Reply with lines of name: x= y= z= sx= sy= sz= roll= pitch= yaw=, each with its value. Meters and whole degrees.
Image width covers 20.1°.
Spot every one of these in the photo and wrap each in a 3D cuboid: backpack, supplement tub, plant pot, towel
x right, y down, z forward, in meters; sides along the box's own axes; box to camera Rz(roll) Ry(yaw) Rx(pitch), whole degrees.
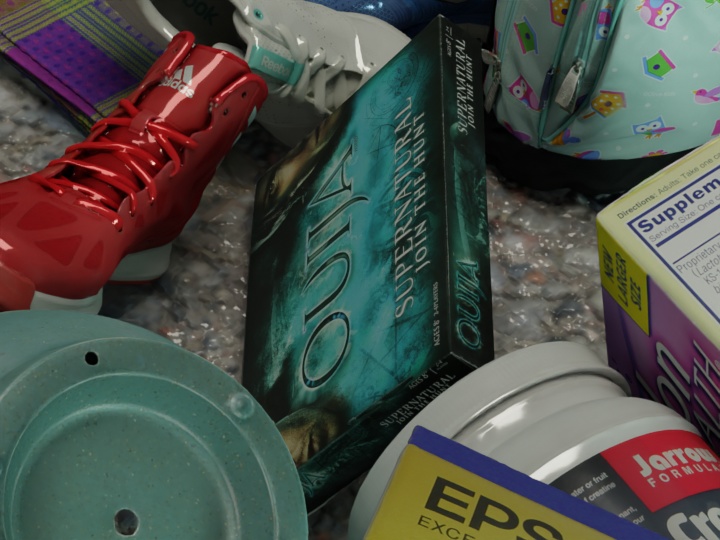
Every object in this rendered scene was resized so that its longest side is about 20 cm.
backpack: x=0.141 y=-0.135 z=0.960 sx=0.166 sy=0.200 sz=0.127 roll=-17 pitch=52 yaw=-25
supplement tub: x=0.100 y=0.137 z=0.734 sx=0.140 sy=0.141 sz=0.200 roll=-22 pitch=54 yaw=-27
plant pot: x=-0.098 y=0.097 z=0.685 sx=0.200 sy=0.134 sz=0.201 roll=11 pitch=65 yaw=-26
towel: x=-0.123 y=-0.131 z=1.034 sx=0.200 sy=0.023 sz=0.143 roll=38 pitch=51 yaw=23

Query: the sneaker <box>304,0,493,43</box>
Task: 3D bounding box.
sneaker: x=0.026 y=-0.157 z=1.027 sx=0.199 sy=0.089 sz=0.079 roll=-10 pitch=47 yaw=-28

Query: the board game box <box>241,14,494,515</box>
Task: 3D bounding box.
board game box: x=0.000 y=0.000 z=0.856 sx=0.028 sy=0.135 sz=0.200 roll=31 pitch=38 yaw=-27

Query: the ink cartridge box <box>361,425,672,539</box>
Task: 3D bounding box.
ink cartridge box: x=0.085 y=0.126 z=0.581 sx=0.197 sy=0.047 sz=0.200 roll=24 pitch=36 yaw=3

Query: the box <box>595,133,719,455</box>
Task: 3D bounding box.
box: x=0.189 y=0.068 z=0.778 sx=0.096 sy=0.176 sz=0.200 roll=-31 pitch=57 yaw=-11

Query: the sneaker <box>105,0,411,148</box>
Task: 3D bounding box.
sneaker: x=-0.038 y=-0.097 z=0.937 sx=0.199 sy=0.075 sz=0.089 roll=27 pitch=10 yaw=-14

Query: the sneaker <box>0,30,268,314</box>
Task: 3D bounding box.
sneaker: x=-0.104 y=-0.048 z=0.833 sx=0.078 sy=0.116 sz=0.200 roll=33 pitch=14 yaw=2
